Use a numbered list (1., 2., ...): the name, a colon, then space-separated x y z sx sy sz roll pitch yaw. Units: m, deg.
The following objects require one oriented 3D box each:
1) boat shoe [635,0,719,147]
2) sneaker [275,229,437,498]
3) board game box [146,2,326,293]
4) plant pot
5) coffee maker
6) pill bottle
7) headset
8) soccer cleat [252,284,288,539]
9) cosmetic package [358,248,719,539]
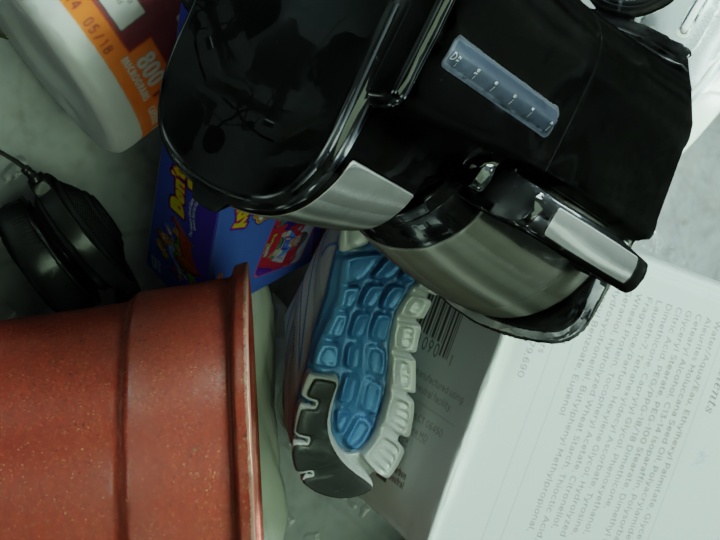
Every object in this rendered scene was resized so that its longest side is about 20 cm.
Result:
1. boat shoe: 0.187 -0.137 0.888 0.068 0.072 0.201 35 94 0
2. sneaker: 0.000 0.000 0.776 0.074 0.087 0.202 18 98 -26
3. board game box: -0.023 -0.080 0.736 0.134 0.045 0.201 -29 152 -32
4. plant pot: -0.138 0.102 0.680 0.193 0.201 0.203 -3 104 -3
5. coffee maker: 0.035 -0.088 0.627 0.199 0.134 0.194 26 69 -53
6. pill bottle: -0.068 -0.157 0.738 0.200 0.114 0.115 -39 115 -12
7. headset: -0.171 -0.013 0.759 0.122 0.094 0.202 -13 123 -18
8. soccer cleat: -0.070 0.089 0.828 0.077 0.069 0.203 2 93 -58
9. cosmetic package: 0.105 0.064 0.842 0.198 0.165 0.167 18 95 -26
